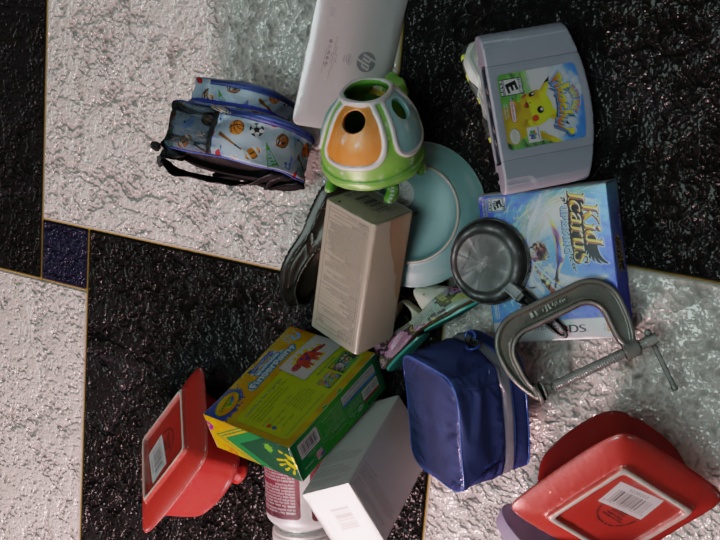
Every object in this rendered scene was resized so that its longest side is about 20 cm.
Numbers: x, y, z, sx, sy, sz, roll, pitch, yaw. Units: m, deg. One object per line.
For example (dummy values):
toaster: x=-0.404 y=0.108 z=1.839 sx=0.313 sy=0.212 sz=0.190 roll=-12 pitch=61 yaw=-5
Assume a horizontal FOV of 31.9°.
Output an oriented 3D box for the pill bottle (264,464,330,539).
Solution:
pill bottle: x=-0.085 y=0.312 z=1.855 sx=0.114 sy=0.114 sz=0.201 roll=4 pitch=100 yaw=30

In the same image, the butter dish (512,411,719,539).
butter dish: x=0.316 y=0.250 z=1.588 sx=0.200 sy=0.148 sz=0.199 roll=33 pitch=125 yaw=-25

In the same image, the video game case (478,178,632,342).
video game case: x=0.252 y=-0.009 z=1.637 sx=0.180 sy=0.045 sz=0.201 roll=-5 pitch=96 yaw=30

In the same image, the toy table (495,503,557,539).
toy table: x=0.233 y=0.411 z=1.655 sx=0.118 sy=0.183 sz=0.200 roll=-65 pitch=29 yaw=14

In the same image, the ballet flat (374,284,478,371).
ballet flat: x=0.084 y=0.064 z=1.741 sx=0.200 sy=0.069 sz=0.071 roll=-41 pitch=74 yaw=34

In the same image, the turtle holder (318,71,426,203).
turtle holder: x=0.027 y=-0.185 z=1.655 sx=0.141 sy=0.185 sz=0.132 roll=26 pitch=135 yaw=41

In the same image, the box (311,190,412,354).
box: x=0.000 y=0.000 z=1.694 sx=0.095 sy=0.078 sz=0.201 roll=31 pitch=126 yaw=34

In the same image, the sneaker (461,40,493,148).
sneaker: x=0.197 y=-0.209 z=1.617 sx=0.076 sy=0.075 sz=0.201 roll=-22 pitch=92 yaw=25

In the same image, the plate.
plate: x=0.073 y=-0.077 z=1.713 sx=0.199 sy=0.026 sz=0.202 roll=-1 pitch=88 yaw=20

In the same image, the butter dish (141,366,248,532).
butter dish: x=-0.241 y=0.289 z=1.935 sx=0.200 sy=0.147 sz=0.201 roll=-51 pitch=31 yaw=27

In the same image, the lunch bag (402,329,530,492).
lunch bag: x=0.147 y=0.173 z=1.660 sx=0.136 sy=0.132 sz=0.201 roll=30 pitch=131 yaw=54

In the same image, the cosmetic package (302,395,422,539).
cosmetic package: x=0.014 y=0.276 z=1.727 sx=0.085 sy=0.200 sz=0.108 roll=-20 pitch=109 yaw=31

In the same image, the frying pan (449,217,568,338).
frying pan: x=0.181 y=0.023 z=1.643 sx=0.115 sy=0.031 sz=0.191 roll=-28 pitch=80 yaw=29

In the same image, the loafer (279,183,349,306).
loafer: x=-0.054 y=-0.028 z=1.797 sx=0.071 sy=0.073 sz=0.201 roll=32 pitch=114 yaw=24

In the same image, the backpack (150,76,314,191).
backpack: x=-0.161 y=-0.185 z=1.780 sx=0.190 sy=0.200 sz=0.155 roll=20 pitch=95 yaw=23

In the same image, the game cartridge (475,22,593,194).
game cartridge: x=0.223 y=-0.205 z=1.580 sx=0.040 sy=0.133 sz=0.201 roll=-172 pitch=71 yaw=-75

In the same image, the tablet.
tablet: x=-0.013 y=-0.287 z=1.708 sx=0.014 sy=0.129 sz=0.201 roll=-133 pitch=53 yaw=-60

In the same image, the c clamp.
c clamp: x=0.275 y=0.103 z=1.576 sx=0.199 sy=0.027 sz=0.172 roll=-20 pitch=90 yaw=6

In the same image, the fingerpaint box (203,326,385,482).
fingerpaint box: x=-0.091 y=0.184 z=1.770 sx=0.166 sy=0.200 sz=0.074 roll=14 pitch=136 yaw=36
